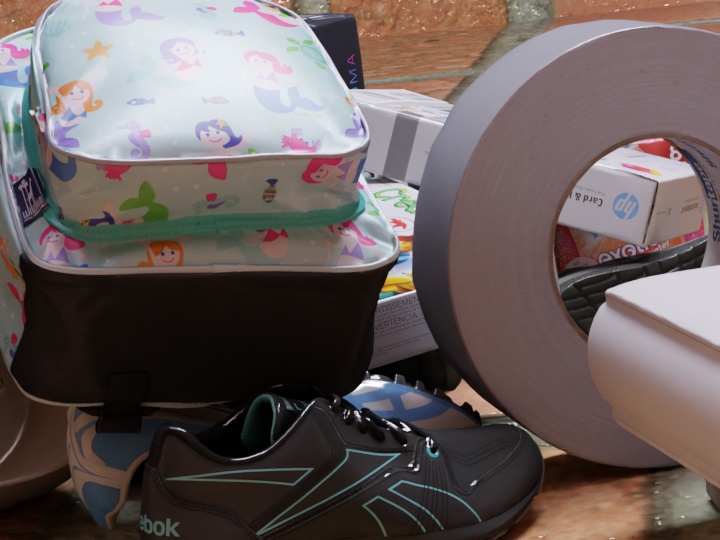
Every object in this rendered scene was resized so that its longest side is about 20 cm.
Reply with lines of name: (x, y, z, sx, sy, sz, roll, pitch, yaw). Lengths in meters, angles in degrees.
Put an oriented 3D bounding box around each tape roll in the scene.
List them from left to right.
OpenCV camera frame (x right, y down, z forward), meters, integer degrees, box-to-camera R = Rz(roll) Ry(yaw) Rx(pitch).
tape roll: (0.126, -0.014, 1.168, 0.199, 0.202, 0.066, -10, 10, -14)

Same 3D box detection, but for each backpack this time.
backpack: (-0.086, -0.041, 1.126, 0.176, 0.151, 0.200, -1, 32, -17)

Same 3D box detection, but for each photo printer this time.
photo printer: (0.197, 0.041, 0.995, 0.165, 0.070, 0.200, -7, 11, -13)

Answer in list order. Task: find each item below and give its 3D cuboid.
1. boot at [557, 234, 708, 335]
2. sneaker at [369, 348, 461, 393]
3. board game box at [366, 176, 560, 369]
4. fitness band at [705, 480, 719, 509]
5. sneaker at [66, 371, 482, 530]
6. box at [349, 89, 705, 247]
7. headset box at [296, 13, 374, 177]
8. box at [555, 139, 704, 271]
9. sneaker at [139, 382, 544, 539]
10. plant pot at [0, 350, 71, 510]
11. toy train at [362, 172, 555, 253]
boot: (0.163, 0.010, 1.399, 0.199, 0.068, 0.131, -9, 5, -18)
sneaker: (-0.020, 0.042, 1.355, 0.090, 0.067, 0.200, -23, 19, -25)
board game box: (0.000, 0.000, 1.290, 0.126, 0.035, 0.200, -16, 19, -21)
fitness band: (0.222, 0.080, 1.056, 0.143, 0.038, 0.200, -8, 12, -6)
sneaker: (-0.036, 0.087, 1.150, 0.199, 0.073, 0.072, 1, -27, -22)
box: (0.087, -0.061, 1.432, 0.199, 0.041, 0.156, 15, 9, 17)
headset box: (-0.080, -0.069, 1.656, 0.092, 0.175, 0.200, 0, 12, 29)
box: (0.150, -0.048, 1.613, 0.099, 0.096, 0.200, -7, 11, -3)
sneaker: (-0.004, 0.085, 1.066, 0.199, 0.080, 0.075, -13, 12, -34)
plant pot: (-0.200, 0.039, 1.231, 0.199, 0.201, 0.135, -11, -24, -19)
toy train: (0.022, -0.007, 1.536, 0.114, 0.086, 0.199, -29, 22, -38)
